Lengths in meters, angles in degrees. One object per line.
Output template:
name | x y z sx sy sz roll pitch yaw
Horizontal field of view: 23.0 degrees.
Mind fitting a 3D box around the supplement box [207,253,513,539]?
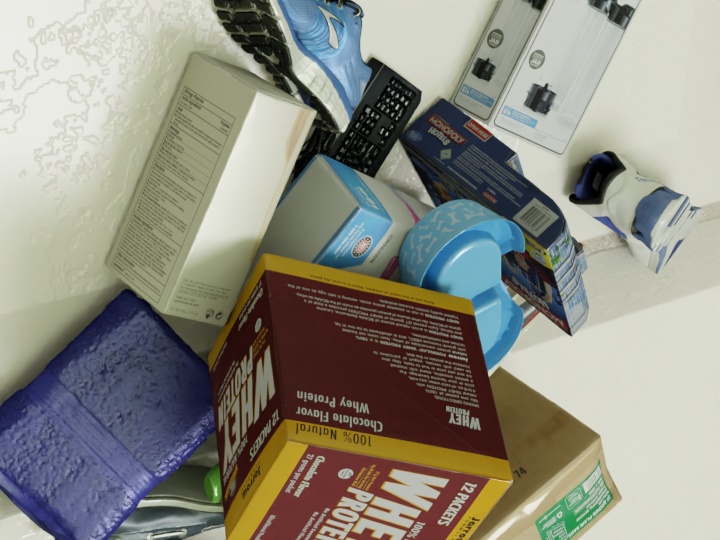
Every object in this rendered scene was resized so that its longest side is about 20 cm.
supplement box | -0.006 0.119 1.443 0.197 0.200 0.133 13 131 -22

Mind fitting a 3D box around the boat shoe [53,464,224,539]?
boat shoe | -0.181 0.221 1.599 0.200 0.075 0.062 0 113 -36

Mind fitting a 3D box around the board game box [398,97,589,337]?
board game box | 0.142 -0.036 1.660 0.062 0.200 0.200 -42 146 -11

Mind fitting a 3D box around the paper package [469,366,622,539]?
paper package | 0.123 0.216 1.754 0.200 0.191 0.104 -38 133 -17

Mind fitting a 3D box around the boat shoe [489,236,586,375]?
boat shoe | 0.146 0.034 1.763 0.063 0.071 0.200 43 81 -5

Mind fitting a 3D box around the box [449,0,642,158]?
box | 0.181 -0.219 1.653 0.116 0.060 0.200 20 100 -43

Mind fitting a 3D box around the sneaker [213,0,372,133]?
sneaker | -0.051 -0.208 1.480 0.089 0.078 0.200 -56 139 -19

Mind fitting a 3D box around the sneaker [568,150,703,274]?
sneaker | 0.279 -0.069 1.802 0.081 0.115 0.199 -53 163 0

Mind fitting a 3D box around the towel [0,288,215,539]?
towel | -0.221 0.130 1.510 0.200 0.050 0.148 -44 106 -7

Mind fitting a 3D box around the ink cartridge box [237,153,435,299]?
ink cartridge box | 0.000 0.000 1.585 0.145 0.085 0.200 -51 142 15

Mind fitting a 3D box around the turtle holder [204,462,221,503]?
turtle holder | -0.058 0.170 1.579 0.132 0.185 0.141 -16 131 -40

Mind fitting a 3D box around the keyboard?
keyboard | -0.017 -0.091 1.583 0.104 0.040 0.200 29 93 -44

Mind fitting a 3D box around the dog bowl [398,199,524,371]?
dog bowl | 0.086 0.019 1.568 0.111 0.050 0.200 -26 140 -19

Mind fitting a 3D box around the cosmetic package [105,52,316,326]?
cosmetic package | -0.125 -0.067 1.468 0.071 0.105 0.200 14 105 -43
